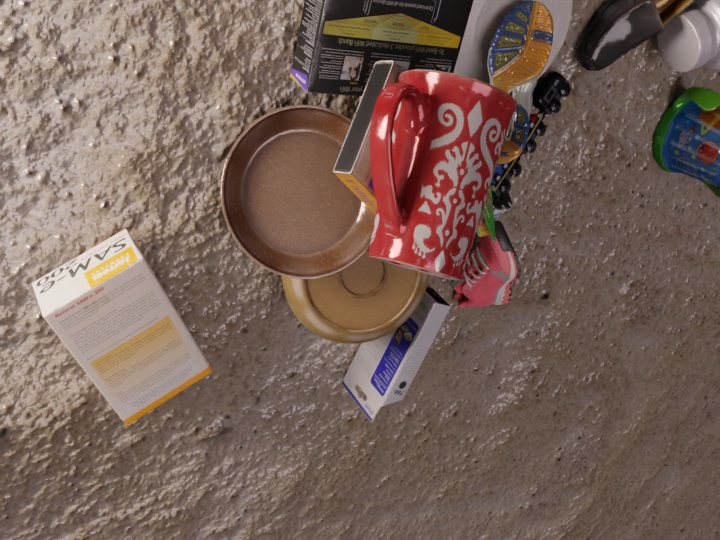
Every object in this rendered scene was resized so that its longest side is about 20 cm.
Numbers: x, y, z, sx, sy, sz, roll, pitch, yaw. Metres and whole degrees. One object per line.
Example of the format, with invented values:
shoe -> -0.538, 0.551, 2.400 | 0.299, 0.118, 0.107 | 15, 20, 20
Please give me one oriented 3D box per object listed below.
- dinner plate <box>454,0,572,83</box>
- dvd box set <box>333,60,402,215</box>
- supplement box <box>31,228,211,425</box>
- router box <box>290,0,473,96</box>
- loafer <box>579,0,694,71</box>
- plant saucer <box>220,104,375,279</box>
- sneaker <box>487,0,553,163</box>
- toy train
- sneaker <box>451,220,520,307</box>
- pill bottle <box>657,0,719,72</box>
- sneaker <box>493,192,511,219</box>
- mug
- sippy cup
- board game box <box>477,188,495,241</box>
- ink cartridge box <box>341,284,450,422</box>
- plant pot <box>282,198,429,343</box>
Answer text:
dinner plate -> 0.196, -0.312, 1.130 | 0.198, 0.024, 0.202 | -18, 128, -24
dvd box set -> 0.052, -0.127, 1.047 | 0.200, 0.029, 0.148 | 40, 65, -49
supplement box -> -0.276, 0.069, 1.043 | 0.125, 0.074, 0.201 | -31, 131, -11
router box -> 0.029, -0.283, 1.021 | 0.198, 0.052, 0.159 | -2, 121, -32
loafer -> 0.380, -0.344, 1.193 | 0.200, 0.072, 0.073 | -47, 134, 3
plant saucer -> -0.067, -0.093, 1.051 | 0.197, 0.037, 0.204 | -1, 96, -12
sneaker -> 0.189, -0.236, 1.122 | 0.074, 0.088, 0.203 | 15, 95, 4
toy train -> 0.219, -0.184, 1.194 | 0.046, 0.034, 0.201 | 38, 79, -31
sneaker -> 0.174, 0.005, 1.264 | 0.086, 0.074, 0.201 | -18, 152, -6
pill bottle -> 0.523, -0.352, 1.254 | 0.198, 0.112, 0.113 | -23, 130, -17
sneaker -> 0.107, -0.077, 1.200 | 0.197, 0.076, 0.087 | 5, 138, -26
mug -> 0.064, -0.105, 0.959 | 0.175, 0.133, 0.203 | 14, 90, -24
sippy cup -> 0.545, -0.192, 1.361 | 0.176, 0.130, 0.141 | 10, 114, -37
board game box -> 0.142, -0.134, 1.106 | 0.030, 0.202, 0.096 | -14, 134, 15
ink cartridge box -> 0.048, 0.107, 1.260 | 0.039, 0.100, 0.202 | 13, 112, -39
plant pot -> 0.000, 0.000, 1.119 | 0.197, 0.027, 0.203 | -4, 105, -15
